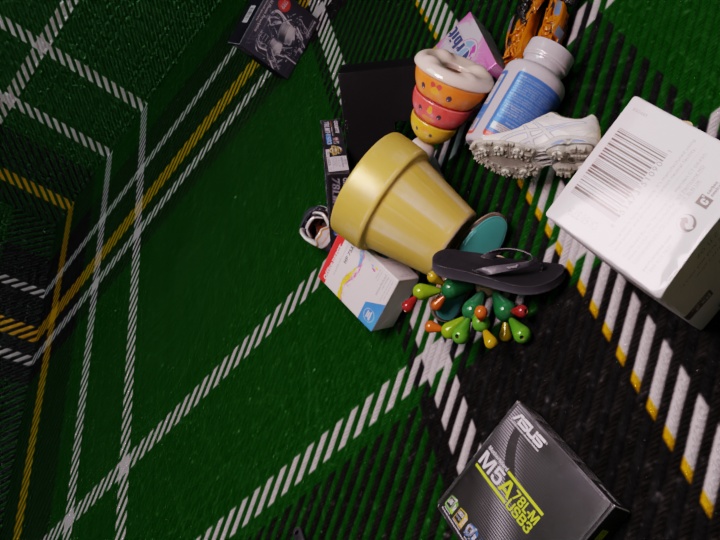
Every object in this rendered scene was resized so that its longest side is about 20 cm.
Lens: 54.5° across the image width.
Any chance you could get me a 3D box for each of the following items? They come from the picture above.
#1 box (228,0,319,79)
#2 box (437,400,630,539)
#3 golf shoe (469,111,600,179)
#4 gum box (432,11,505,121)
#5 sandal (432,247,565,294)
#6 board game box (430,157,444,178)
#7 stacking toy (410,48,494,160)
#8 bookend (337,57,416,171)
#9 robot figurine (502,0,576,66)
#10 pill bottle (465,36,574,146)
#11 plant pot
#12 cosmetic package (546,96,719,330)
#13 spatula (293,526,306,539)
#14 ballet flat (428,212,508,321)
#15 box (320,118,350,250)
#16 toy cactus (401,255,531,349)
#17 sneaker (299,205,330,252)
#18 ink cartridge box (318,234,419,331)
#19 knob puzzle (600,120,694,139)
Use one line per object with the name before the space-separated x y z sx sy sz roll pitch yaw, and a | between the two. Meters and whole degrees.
box | -0.253 -0.701 2.049 0.202 0.181 0.104 -60 36 2
box | 0.212 0.306 0.901 0.194 0.047 0.200 -56 36 13
golf shoe | 0.270 -0.198 1.075 0.198 0.079 0.098 7 60 28
gum box | 0.213 -0.392 1.350 0.113 0.066 0.201 -39 41 27
sandal | 0.202 -0.007 1.035 0.198 0.043 0.076 7 33 15
board game box | 0.075 -0.120 1.347 0.200 0.064 0.149 -40 39 26
stacking toy | 0.138 -0.274 1.238 0.147 0.144 0.202 -115 36 -49
bookend | 0.067 -0.299 1.349 0.197 0.201 0.092 -5 26 6
robot figurine | 0.327 -0.461 1.261 0.144 0.058 0.202 -2 66 50
pill bottle | 0.270 -0.278 1.164 0.201 0.112 0.112 -59 35 4
plant pot | 0.081 -0.095 1.169 0.188 0.201 0.202 37 99 12
cosmetic package | 0.355 -0.059 0.803 0.166 0.199 0.165 -55 51 12
spatula | -0.083 0.509 1.155 0.056 0.021 0.201 -41 36 8
ballet flat | 0.170 -0.011 1.156 0.201 0.068 0.067 -57 11 5
box | -0.048 -0.165 1.395 0.200 0.049 0.202 -97 4 -50
toy cactus | 0.177 0.038 1.072 0.198 0.103 0.166 14 54 35
sneaker | -0.095 -0.103 1.539 0.079 0.079 0.200 -58 34 7
ink cartridge box | 0.000 0.000 1.271 0.200 0.067 0.117 43 121 29
knob puzzle | 0.390 -0.125 0.979 0.219 0.030 0.222 -30 46 37
